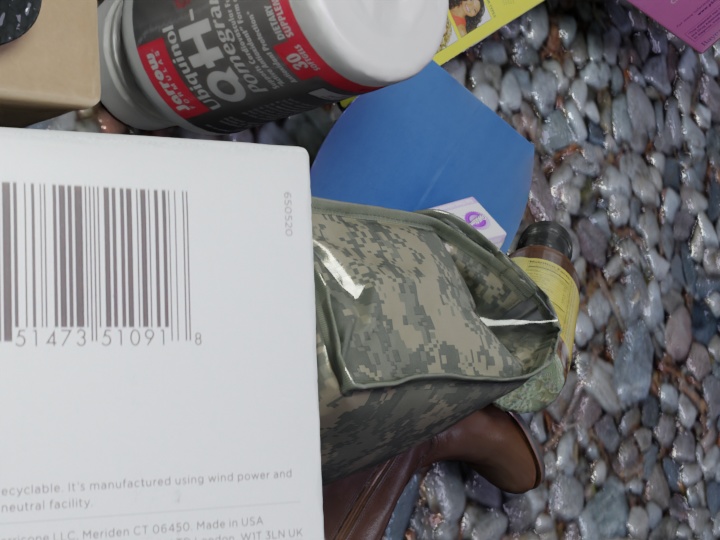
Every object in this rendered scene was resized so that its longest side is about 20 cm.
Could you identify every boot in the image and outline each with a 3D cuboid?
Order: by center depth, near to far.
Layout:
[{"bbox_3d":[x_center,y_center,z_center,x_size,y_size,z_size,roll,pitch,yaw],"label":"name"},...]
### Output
[{"bbox_3d":[0.023,0.148,0.929,0.186,0.064,0.201,45,52,-21],"label":"boot"}]

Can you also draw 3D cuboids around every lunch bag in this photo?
[{"bbox_3d":[-0.010,0.048,0.777,0.199,0.164,0.118,5,58,-49],"label":"lunch bag"}]

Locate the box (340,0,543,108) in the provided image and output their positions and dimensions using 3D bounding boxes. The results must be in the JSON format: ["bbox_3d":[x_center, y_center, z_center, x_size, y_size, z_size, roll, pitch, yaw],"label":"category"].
[{"bbox_3d":[0.060,-0.177,1.018,0.200,0.075,0.050,-37,106,-42],"label":"box"}]

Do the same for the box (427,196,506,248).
[{"bbox_3d":[0.000,0.000,0.908,0.199,0.039,0.042,-16,52,-33],"label":"box"}]

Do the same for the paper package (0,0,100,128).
[{"bbox_3d":[-0.227,-0.171,0.696,0.190,0.103,0.202,2,82,-45],"label":"paper package"}]

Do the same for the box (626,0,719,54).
[{"bbox_3d":[0.210,-0.291,1.126,0.199,0.097,0.177,21,38,-42],"label":"box"}]

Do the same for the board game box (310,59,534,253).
[{"bbox_3d":[0.027,-0.049,0.969,0.200,0.039,0.159,31,91,-45],"label":"board game box"}]

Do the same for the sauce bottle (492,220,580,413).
[{"bbox_3d":[0.118,0.024,1.012,0.065,0.064,0.200,64,21,-17],"label":"sauce bottle"}]

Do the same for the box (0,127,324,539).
[{"bbox_3d":[-0.131,0.051,0.604,0.197,0.130,0.202,1,84,-30],"label":"box"}]

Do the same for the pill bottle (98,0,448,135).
[{"bbox_3d":[-0.059,-0.135,0.794,0.110,0.199,0.112,11,75,-44],"label":"pill bottle"}]

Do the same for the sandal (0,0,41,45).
[{"bbox_3d":[-0.190,-0.197,0.639,0.075,0.048,0.202,-21,110,-46],"label":"sandal"}]
